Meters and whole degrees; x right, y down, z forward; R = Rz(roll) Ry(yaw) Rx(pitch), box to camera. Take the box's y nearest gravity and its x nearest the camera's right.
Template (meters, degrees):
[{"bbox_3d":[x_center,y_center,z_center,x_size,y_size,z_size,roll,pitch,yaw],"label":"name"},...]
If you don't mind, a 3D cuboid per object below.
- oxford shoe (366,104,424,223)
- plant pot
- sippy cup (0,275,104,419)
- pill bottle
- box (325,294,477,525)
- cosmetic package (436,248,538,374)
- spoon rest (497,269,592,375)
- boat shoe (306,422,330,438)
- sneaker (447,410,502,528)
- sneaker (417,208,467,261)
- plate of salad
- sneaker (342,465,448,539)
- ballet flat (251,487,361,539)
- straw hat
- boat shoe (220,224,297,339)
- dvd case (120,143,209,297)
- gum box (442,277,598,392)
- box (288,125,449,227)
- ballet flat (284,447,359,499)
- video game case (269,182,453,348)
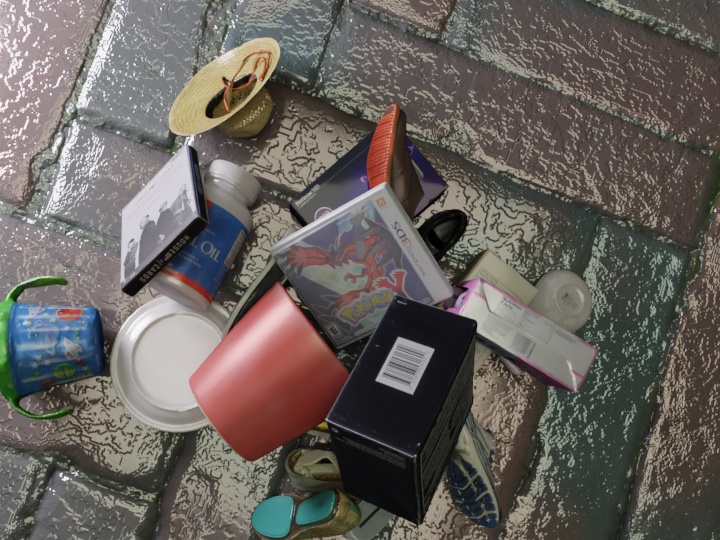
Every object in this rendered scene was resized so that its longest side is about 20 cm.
[{"bbox_3d":[0.052,-0.133,1.000,0.072,0.071,0.202,5,91,-22],"label":"oxford shoe"},{"bbox_3d":[-0.119,0.147,0.947,0.177,0.200,0.201,-39,89,-6],"label":"plant pot"},{"bbox_3d":[-0.432,0.106,0.988,0.129,0.140,0.179,-5,109,-14],"label":"sippy cup"},{"bbox_3d":[-0.224,-0.055,1.012,0.112,0.112,0.201,25,72,-2],"label":"pill bottle"},{"bbox_3d":[0.059,0.179,0.897,0.122,0.199,0.201,17,53,21],"label":"box"},{"bbox_3d":[0.162,0.077,1.057,0.105,0.071,0.200,41,84,-1],"label":"cosmetic package"},{"bbox_3d":[0.280,0.080,1.081,0.200,0.061,0.099,-42,91,-19],"label":"spoon rest"},{"bbox_3d":[0.001,0.222,1.026,0.200,0.086,0.075,10,85,-3],"label":"boat shoe"},{"bbox_3d":[0.170,0.274,1.033,0.085,0.077,0.201,-16,83,-39],"label":"sneaker"},{"bbox_3d":[0.078,-0.022,1.050,0.076,0.088,0.200,45,84,0],"label":"sneaker"},{"bbox_3d":[-0.262,0.134,1.029,0.198,0.048,0.202,2,75,-9],"label":"plate of salad"},{"bbox_3d":[0.045,0.321,1.033,0.199,0.071,0.073,-29,86,-27],"label":"sneaker"},{"bbox_3d":[-0.075,0.349,0.983,0.070,0.199,0.071,23,55,-37],"label":"ballet flat"},{"bbox_3d":[-0.180,-0.246,1.047,0.201,0.201,0.085,-47,133,-6],"label":"straw hat"},{"bbox_3d":[-0.131,0.027,1.031,0.060,0.076,0.201,34,78,-7],"label":"boat shoe"},{"bbox_3d":[-0.275,-0.075,0.969,0.150,0.201,0.025,-41,127,14],"label":"dvd case"},{"bbox_3d":[0.208,0.085,0.966,0.199,0.113,0.066,32,84,-3],"label":"gum box"},{"bbox_3d":[0.011,-0.108,1.059,0.200,0.079,0.141,-42,87,-6],"label":"box"},{"bbox_3d":[-0.020,0.282,0.989,0.198,0.068,0.064,-6,124,27],"label":"ballet flat"},{"bbox_3d":[0.000,0.000,0.977,0.199,0.023,0.183,-27,107,24],"label":"video game case"}]
